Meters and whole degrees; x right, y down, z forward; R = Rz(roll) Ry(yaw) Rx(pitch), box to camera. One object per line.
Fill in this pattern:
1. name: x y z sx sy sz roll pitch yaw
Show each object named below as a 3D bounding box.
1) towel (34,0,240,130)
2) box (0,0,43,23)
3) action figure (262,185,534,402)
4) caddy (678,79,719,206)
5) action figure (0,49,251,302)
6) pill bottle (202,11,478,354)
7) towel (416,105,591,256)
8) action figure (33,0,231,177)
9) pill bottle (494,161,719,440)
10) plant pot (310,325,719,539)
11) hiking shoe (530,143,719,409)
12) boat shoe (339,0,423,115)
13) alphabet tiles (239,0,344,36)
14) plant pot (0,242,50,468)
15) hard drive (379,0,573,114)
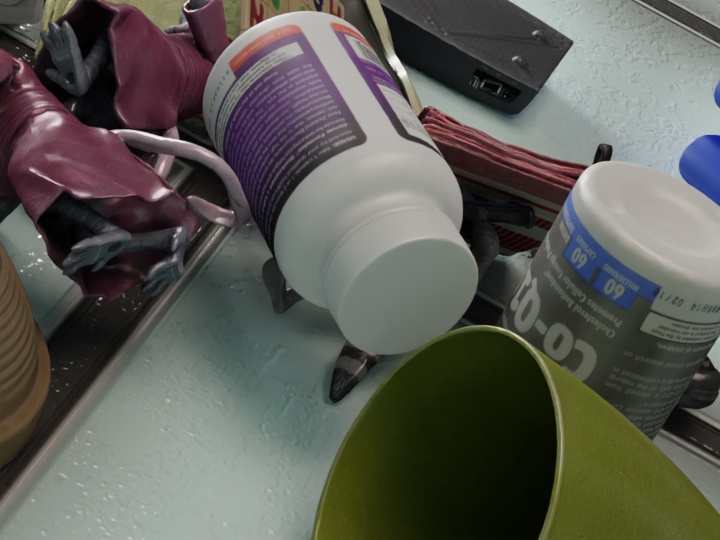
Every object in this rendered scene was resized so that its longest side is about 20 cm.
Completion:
1. towel: -0.118 -0.160 1.485 0.199 0.037 0.149 19 51 -10
2. box: -0.267 -0.293 1.449 0.096 0.177 0.201 -4 42 -25
3. action figure: 0.000 0.000 1.348 0.198 0.106 0.193 8 18 17
4. caddy: 0.345 -0.093 1.684 0.199 0.142 0.105 -8 42 -44
5. action figure: -0.178 -0.077 1.199 0.148 0.134 0.200 -34 59 -15
6. pill bottle: -0.009 -0.048 1.225 0.111 0.112 0.200 7 36 -32
7. towel: 0.073 -0.053 1.393 0.143 0.023 0.200 20 -14 -13
8. action figure: -0.121 -0.120 1.340 0.149 0.134 0.200 49 29 10
9. pill bottle: 0.131 0.048 1.239 0.113 0.201 0.114 20 30 -12
10. plant pot: 0.107 0.152 1.114 0.199 0.187 0.188 27 26 -32
11. hiking shoe: 0.184 0.004 1.446 0.075 0.101 0.200 1 39 -36
12. boat shoe: 0.008 -0.130 1.553 0.063 0.074 0.202 -21 56 -3
13. alphabet tiles: -0.043 -0.154 1.440 0.166 0.006 0.202 44 43 -60
14. plant pot: -0.244 0.011 1.104 0.200 0.093 0.201 21 30 -13
15. hard drive: 0.063 -0.199 1.715 0.199 0.042 0.135 30 31 4
